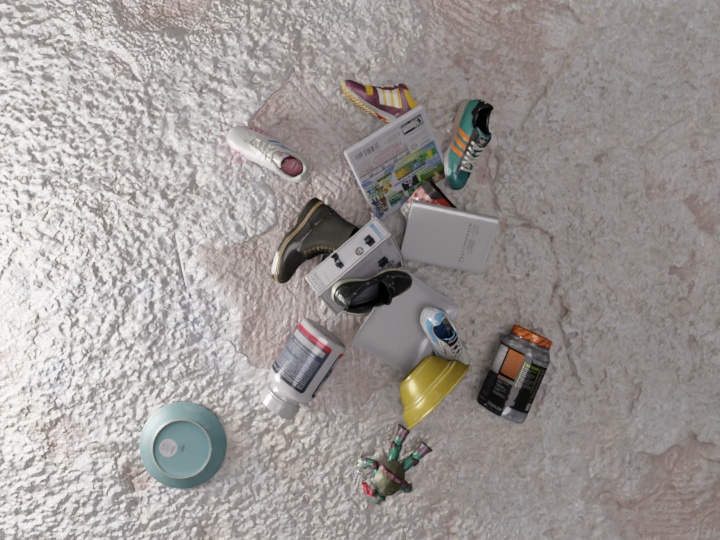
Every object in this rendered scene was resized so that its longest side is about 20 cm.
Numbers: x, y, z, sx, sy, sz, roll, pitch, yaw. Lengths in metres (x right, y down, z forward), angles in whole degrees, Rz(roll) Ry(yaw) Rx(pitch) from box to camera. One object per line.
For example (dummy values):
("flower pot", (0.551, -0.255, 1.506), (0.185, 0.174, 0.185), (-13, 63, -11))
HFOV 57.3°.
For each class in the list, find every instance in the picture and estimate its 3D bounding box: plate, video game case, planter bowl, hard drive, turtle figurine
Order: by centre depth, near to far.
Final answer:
("video game case", (0.084, -0.233, 1.448), (0.198, 0.022, 0.184), (-31, 122, -4))
("hard drive", (0.192, -0.072, 1.452), (0.195, 0.026, 0.135), (11, 113, -7))
("planter bowl", (0.146, 0.250, 1.465), (0.200, 0.200, 0.084), (-45, 84, -1))
("plate", (-0.402, 0.399, 1.490), (0.195, 0.026, 0.206), (-1, 97, -7))
("plate", (0.101, 0.118, 1.495), (0.198, 0.032, 0.202), (32, 93, -27))
("turtle figurine", (0.072, 0.467, 1.522), (0.149, 0.101, 0.202), (38, 85, -9))

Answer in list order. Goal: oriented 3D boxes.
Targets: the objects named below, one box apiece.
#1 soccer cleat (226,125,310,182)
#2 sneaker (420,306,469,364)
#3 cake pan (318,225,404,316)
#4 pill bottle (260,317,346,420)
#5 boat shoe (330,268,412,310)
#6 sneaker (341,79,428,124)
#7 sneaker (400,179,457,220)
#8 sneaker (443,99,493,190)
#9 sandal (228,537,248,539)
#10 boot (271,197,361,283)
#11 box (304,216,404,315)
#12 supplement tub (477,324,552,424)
("soccer cleat", (-0.195, -0.255, 1.413), (0.197, 0.086, 0.071), (26, 93, -9))
("sneaker", (0.199, 0.162, 1.492), (0.072, 0.072, 0.201), (-43, 124, -10))
("cake pan", (0.000, 0.000, 1.489), (0.195, 0.037, 0.206), (-1, 96, -7))
("pill bottle", (-0.132, 0.220, 1.455), (0.119, 0.120, 0.202), (34, 91, -9))
("boat shoe", (0.037, 0.046, 1.377), (0.196, 0.066, 0.076), (-4, 121, -34))
("sneaker", (0.054, -0.378, 1.439), (0.197, 0.075, 0.091), (27, 95, -18))
("sneaker", (0.178, -0.101, 1.490), (0.107, 0.068, 0.201), (-39, 112, 17))
("sneaker", (0.242, -0.277, 1.457), (0.070, 0.079, 0.205), (7, 96, -41))
("sandal", (-0.223, 0.684, 1.524), (0.202, 0.059, 0.081), (20, 94, -9))
("boot", (-0.096, -0.041, 1.423), (0.137, 0.077, 0.203), (30, 94, 23))
("box", (-0.011, -0.007, 1.405), (0.199, 0.117, 0.060), (-41, 60, -1))
("supplement tub", (0.357, 0.236, 1.515), (0.120, 0.123, 0.204), (23, 94, -9))
